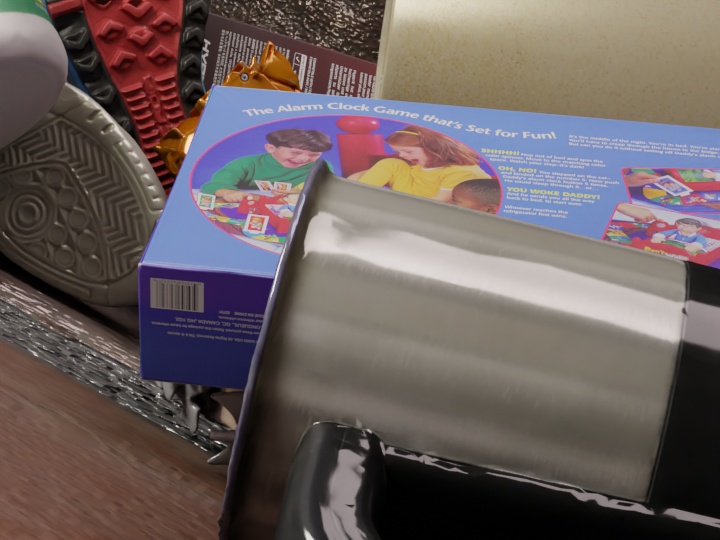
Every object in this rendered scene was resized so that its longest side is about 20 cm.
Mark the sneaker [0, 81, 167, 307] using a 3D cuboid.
[{"bbox_3d":[-0.147,-0.052,0.937,0.200,0.077,0.111,35,1,14],"label":"sneaker"}]

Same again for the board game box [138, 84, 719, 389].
[{"bbox_3d":[0.036,-0.007,0.730,0.200,0.045,0.135,6,31,5],"label":"board game box"}]

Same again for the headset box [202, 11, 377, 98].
[{"bbox_3d":[-0.035,-0.066,1.206,0.200,0.077,0.149,14,-16,-20],"label":"headset box"}]

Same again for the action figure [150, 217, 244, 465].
[{"bbox_3d":[-0.022,0.030,0.786,0.130,0.069,0.200,9,6,-23],"label":"action figure"}]

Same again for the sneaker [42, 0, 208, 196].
[{"bbox_3d":[-0.115,-0.084,0.999,0.079,0.200,0.096,-12,1,-27],"label":"sneaker"}]

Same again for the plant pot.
[{"bbox_3d":[0.108,-0.084,0.905,0.200,0.188,0.187,8,6,-2],"label":"plant pot"}]

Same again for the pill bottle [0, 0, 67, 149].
[{"bbox_3d":[-0.206,-0.138,0.846,0.200,0.113,0.113,62,14,13],"label":"pill bottle"}]

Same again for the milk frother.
[{"bbox_3d":[0.070,0.015,0.566,0.188,0.200,0.181,13,17,2],"label":"milk frother"}]

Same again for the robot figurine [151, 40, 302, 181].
[{"bbox_3d":[0.000,0.000,0.920,0.200,0.058,0.145,47,-18,-6],"label":"robot figurine"}]
